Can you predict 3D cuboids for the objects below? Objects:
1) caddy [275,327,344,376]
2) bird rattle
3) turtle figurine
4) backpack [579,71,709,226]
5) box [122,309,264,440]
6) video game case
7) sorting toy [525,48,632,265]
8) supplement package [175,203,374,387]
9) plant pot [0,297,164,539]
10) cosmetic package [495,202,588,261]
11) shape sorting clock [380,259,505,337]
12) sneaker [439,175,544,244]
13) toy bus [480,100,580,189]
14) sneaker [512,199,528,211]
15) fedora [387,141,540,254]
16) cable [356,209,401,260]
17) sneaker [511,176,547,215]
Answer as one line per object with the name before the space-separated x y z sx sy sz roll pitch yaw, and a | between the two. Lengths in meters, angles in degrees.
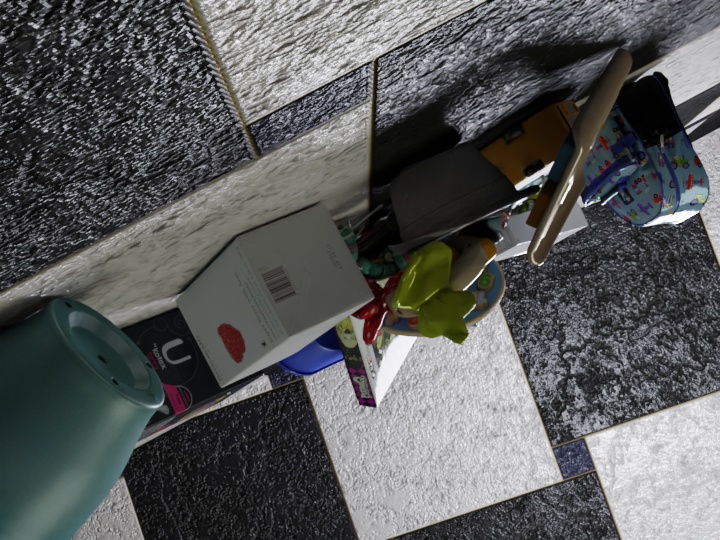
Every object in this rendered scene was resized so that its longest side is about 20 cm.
caddy | -0.068 0.073 1.653 0.105 0.142 0.200 -34 171 38
bird rattle | 0.074 0.022 1.289 0.163 0.113 0.200 -40 -171 -25
turtle figurine | 0.000 0.000 1.431 0.200 0.101 0.150 -26 150 9
backpack | 0.382 -0.146 1.574 0.134 0.200 0.183 -26 175 -21
box | -0.241 0.126 1.392 0.200 0.122 0.106 -23 171 -47
video game case | 0.031 0.064 1.622 0.036 0.181 0.200 6 -139 27
sorting toy | 0.240 -0.129 1.267 0.185 0.036 0.200 -55 164 -41
supplement package | -0.100 0.032 1.249 0.120 0.121 0.200 -25 173 -34
plant pot | -0.286 0.132 1.001 0.188 0.200 0.200 -45 172 7
cosmetic package | 0.263 -0.061 1.751 0.200 0.051 0.083 -14 169 -46
shape sorting clock | 0.091 0.021 1.493 0.200 0.200 0.039 -27 131 -17
sneaker | 0.177 -0.072 1.528 0.200 0.096 0.079 -33 137 -10
toy bus | 0.192 -0.137 1.435 0.200 0.065 0.078 -33 174 36
sneaker | 0.180 -0.114 1.617 0.200 0.076 0.091 -30 165 -33
fedora | 0.101 -0.090 1.284 0.177 0.090 0.200 -25 179 -19
cable | 0.034 -0.067 1.505 0.097 0.050 0.200 -23 161 -21
sneaker | 0.221 -0.102 1.806 0.075 0.076 0.200 -26 175 -41
